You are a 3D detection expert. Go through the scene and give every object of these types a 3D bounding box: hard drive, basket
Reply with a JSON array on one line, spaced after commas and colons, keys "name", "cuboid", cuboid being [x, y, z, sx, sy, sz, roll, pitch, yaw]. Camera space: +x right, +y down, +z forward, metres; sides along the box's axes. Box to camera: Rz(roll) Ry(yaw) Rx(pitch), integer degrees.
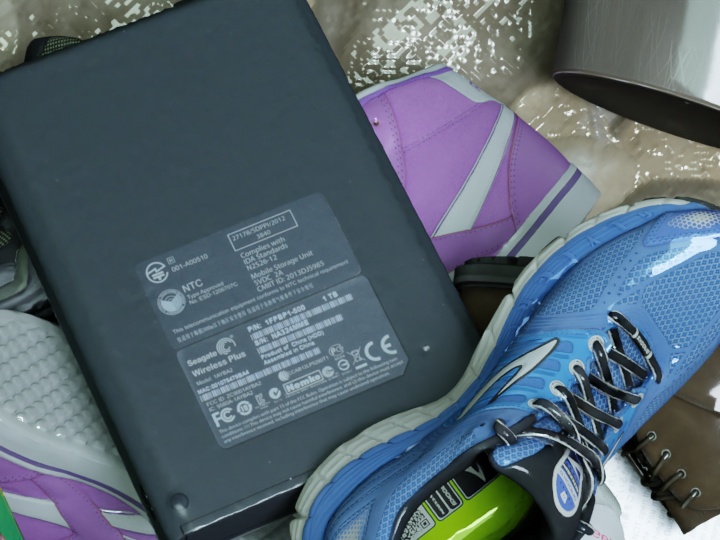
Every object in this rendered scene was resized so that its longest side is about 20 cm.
[{"name": "hard drive", "cuboid": [-0.049, -0.007, 1.107, 0.139, 0.033, 0.201, -22, 70, -14]}, {"name": "basket", "cuboid": [0.161, -0.155, 1.188, 0.180, 0.136, 0.201, 20, 87, -34]}]

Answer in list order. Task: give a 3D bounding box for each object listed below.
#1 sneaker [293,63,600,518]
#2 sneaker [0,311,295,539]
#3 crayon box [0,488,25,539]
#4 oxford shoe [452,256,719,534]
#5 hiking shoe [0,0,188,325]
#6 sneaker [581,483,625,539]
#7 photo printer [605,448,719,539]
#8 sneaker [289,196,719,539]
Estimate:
[{"name": "sneaker", "cuboid": [0.000, 0.000, 1.162, 0.114, 0.073, 0.201, 43, 55, -8]}, {"name": "sneaker", "cuboid": [-0.102, 0.091, 1.163, 0.200, 0.114, 0.073, 31, 42, -23]}, {"name": "crayon box", "cuboid": [-0.200, 0.075, 1.044, 0.118, 0.058, 0.201, -16, 118, 9]}, {"name": "oxford shoe", "cuboid": [0.121, 0.053, 1.115, 0.199, 0.073, 0.085, 23, 83, 0]}, {"name": "hiking shoe", "cuboid": [-0.115, -0.039, 1.188, 0.200, 0.076, 0.101, -36, 74, -15]}, {"name": "sneaker", "cuboid": [0.033, 0.139, 1.123, 0.078, 0.200, 0.100, 45, 39, -20]}, {"name": "photo printer", "cuboid": [0.148, 0.089, 1.183, 0.199, 0.069, 0.167, 15, 82, -2]}, {"name": "sneaker", "cuboid": [0.069, 0.058, 1.032, 0.200, 0.089, 0.079, -44, 116, -2]}]
